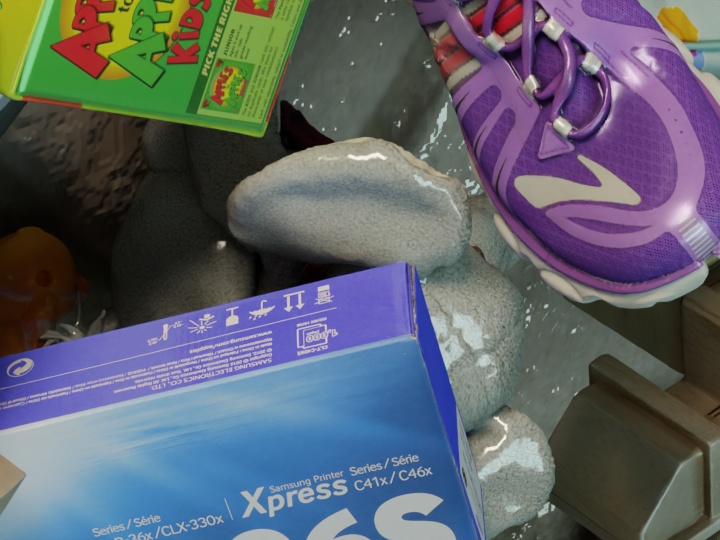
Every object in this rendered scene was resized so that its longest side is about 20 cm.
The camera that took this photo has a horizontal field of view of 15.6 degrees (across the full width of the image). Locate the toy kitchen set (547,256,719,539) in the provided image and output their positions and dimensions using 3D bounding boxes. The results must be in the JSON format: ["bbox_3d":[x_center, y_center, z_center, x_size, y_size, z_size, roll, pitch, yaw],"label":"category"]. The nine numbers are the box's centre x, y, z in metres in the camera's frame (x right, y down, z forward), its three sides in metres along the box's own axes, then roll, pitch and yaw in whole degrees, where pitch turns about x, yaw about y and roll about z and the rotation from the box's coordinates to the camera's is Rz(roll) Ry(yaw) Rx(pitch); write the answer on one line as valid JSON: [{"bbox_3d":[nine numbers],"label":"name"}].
[{"bbox_3d":[0.134,-0.010,1.004,0.163,0.200,0.181,-31,133,-26],"label":"toy kitchen set"}]

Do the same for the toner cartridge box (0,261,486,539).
[{"bbox_3d":[-0.068,0.068,0.811,0.199,0.043,0.095,-14,122,7],"label":"toner cartridge box"}]

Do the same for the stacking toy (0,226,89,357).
[{"bbox_3d":[-0.127,0.082,0.909,0.116,0.110,0.201,2,103,-25],"label":"stacking toy"}]

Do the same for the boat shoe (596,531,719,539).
[{"bbox_3d":[0.117,0.157,1.208,0.075,0.075,0.203,11,111,-21],"label":"boat shoe"}]

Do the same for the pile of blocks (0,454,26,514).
[{"bbox_3d":[-0.139,-0.001,0.742,0.062,0.082,0.201,-45,136,-71],"label":"pile of blocks"}]

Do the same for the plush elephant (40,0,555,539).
[{"bbox_3d":[0.000,0.000,0.879,0.200,0.154,0.165,-54,144,-42],"label":"plush elephant"}]

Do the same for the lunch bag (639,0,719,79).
[{"bbox_3d":[0.098,-0.124,0.930,0.200,0.161,0.077,-6,163,-40],"label":"lunch bag"}]

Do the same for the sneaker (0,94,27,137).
[{"bbox_3d":[-0.164,-0.004,0.835,0.200,0.075,0.116,-38,142,-4],"label":"sneaker"}]

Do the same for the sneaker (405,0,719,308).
[{"bbox_3d":[0.045,-0.075,0.782,0.081,0.200,0.083,-35,153,7],"label":"sneaker"}]

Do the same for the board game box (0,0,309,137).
[{"bbox_3d":[-0.044,-0.144,0.759,0.101,0.048,0.201,6,109,-47],"label":"board game box"}]
